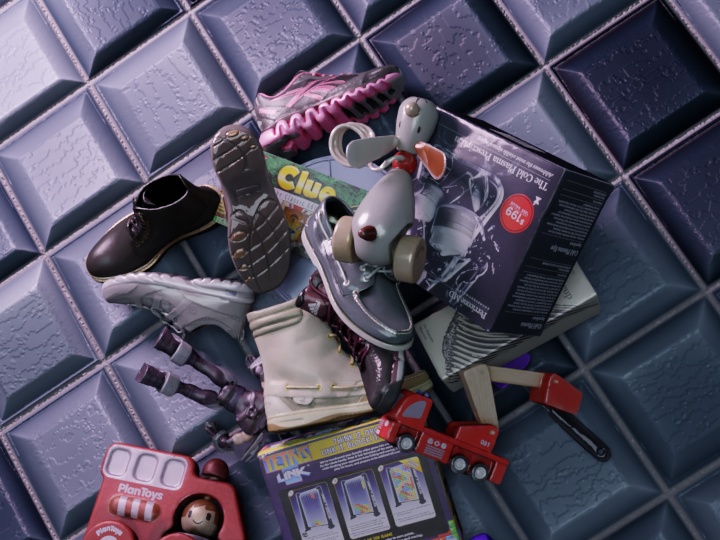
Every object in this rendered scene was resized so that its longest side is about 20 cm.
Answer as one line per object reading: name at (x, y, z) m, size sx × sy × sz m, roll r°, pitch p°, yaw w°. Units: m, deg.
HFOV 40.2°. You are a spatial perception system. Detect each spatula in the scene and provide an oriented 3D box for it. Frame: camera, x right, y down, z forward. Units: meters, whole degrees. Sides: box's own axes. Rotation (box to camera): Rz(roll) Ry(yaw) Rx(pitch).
spatula at (0.213, 0.149, 1.146) m, size 0.200 × 0.021 × 0.057 m, roll 42°, pitch 86°, yaw 12°

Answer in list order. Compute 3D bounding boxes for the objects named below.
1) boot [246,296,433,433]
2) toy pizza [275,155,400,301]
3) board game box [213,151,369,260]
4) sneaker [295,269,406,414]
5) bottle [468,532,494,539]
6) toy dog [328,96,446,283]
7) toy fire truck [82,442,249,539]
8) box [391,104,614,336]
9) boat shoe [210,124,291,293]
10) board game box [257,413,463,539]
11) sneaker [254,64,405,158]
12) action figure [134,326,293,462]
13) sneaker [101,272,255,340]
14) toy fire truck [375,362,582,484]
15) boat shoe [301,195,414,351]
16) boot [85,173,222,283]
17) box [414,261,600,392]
boot at (-0.024, 0.097, 1.152) m, size 0.200 × 0.072 × 0.155 m, roll -11°, pitch 79°, yaw -10°
toy pizza at (-0.029, -0.042, 1.210) m, size 0.200 × 0.032 × 0.200 m, roll -1°, pitch 85°, yaw 12°
board game box at (-0.072, -0.072, 1.195) m, size 0.200 × 0.023 × 0.105 m, roll 21°, pitch 87°, yaw 13°
sneaker at (-0.017, 0.066, 1.085) m, size 0.115 × 0.076 × 0.200 m, roll 14°, pitch 41°, yaw -17°
bottle at (0.091, 0.387, 1.108) m, size 0.200 × 0.065 × 0.084 m, roll -41°, pitch 103°, yaw 2°
toy dog at (0.027, -0.087, 1.006) m, size 0.132 × 0.096 × 0.200 m, roll -8°, pitch 76°, yaw 11°
toy fire truck at (-0.229, 0.297, 1.171) m, size 0.200 × 0.112 × 0.168 m, roll 8°, pitch 65°, yaw 10°
box at (0.133, -0.055, 1.061) m, size 0.200 × 0.104 × 0.182 m, roll 34°, pitch 108°, yaw 40°
boat shoe at (-0.127, -0.074, 1.162) m, size 0.076 × 0.072 × 0.200 m, roll -10°, pitch 102°, yaw -5°
board game box at (0.001, 0.259, 1.139) m, size 0.200 × 0.057 × 0.166 m, roll -16°, pitch 90°, yaw 7°
sneaker at (-0.045, -0.219, 1.223) m, size 0.200 × 0.079 × 0.095 m, roll -23°, pitch 67°, yaw 5°
action figure at (-0.163, 0.145, 1.180) m, size 0.200 × 0.069 × 0.130 m, roll 31°, pitch 79°, yaw -11°
sneaker at (-0.229, 0.045, 1.214) m, size 0.200 × 0.075 × 0.082 m, roll 5°, pitch 90°, yaw 15°
toy fire truck at (0.130, 0.156, 1.085) m, size 0.200 × 0.049 × 0.141 m, roll 23°, pitch 84°, yaw -11°
boat shoe at (0.000, 0.000, 1.062) m, size 0.200 × 0.073 × 0.062 m, roll 56°, pitch 138°, yaw 32°
boot at (-0.273, -0.058, 1.203) m, size 0.200 × 0.138 × 0.078 m, roll -33°, pitch 78°, yaw 6°
box at (0.169, 0.055, 1.136) m, size 0.200 × 0.068 × 0.082 m, roll -31°, pitch 64°, yaw 5°
